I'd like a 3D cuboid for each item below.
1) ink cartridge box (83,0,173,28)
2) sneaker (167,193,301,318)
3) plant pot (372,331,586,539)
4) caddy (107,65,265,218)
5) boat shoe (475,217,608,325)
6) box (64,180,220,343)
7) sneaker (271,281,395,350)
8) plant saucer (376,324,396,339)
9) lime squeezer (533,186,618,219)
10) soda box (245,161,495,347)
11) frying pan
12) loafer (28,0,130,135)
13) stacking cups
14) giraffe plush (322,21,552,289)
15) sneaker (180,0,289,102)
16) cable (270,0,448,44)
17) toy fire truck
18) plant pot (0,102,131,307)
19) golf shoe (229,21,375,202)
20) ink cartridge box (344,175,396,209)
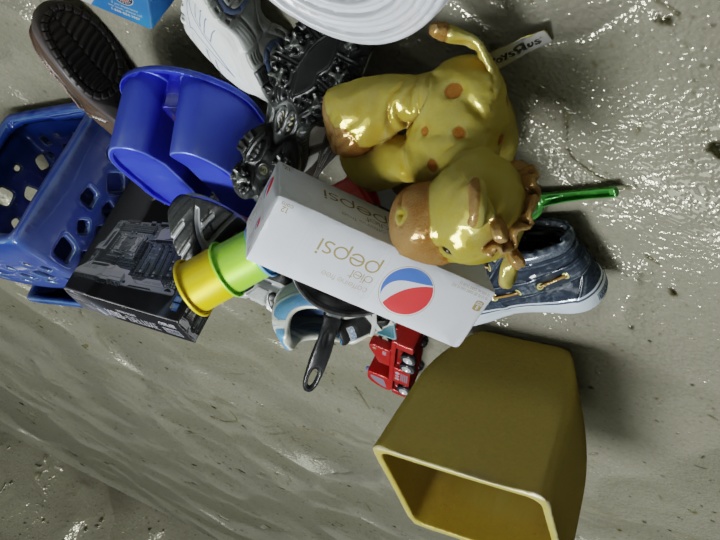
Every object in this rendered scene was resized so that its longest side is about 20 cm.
[{"bbox_3d":[-0.208,-0.303,0.719,0.116,0.067,0.200,24,150,7],"label":"ink cartridge box"},{"bbox_3d":[-0.112,-0.016,0.931,0.200,0.090,0.078,38,107,-23],"label":"sneaker"},{"bbox_3d":[0.161,0.186,1.024,0.195,0.200,0.195,12,146,28],"label":"plant pot"},{"bbox_3d":[-0.158,-0.131,0.897,0.141,0.105,0.200,8,163,18],"label":"caddy"},{"bbox_3d":[0.136,-0.003,0.895,0.200,0.071,0.091,-9,133,37],"label":"boat shoe"},{"bbox_3d":[-0.207,-0.034,1.000,0.157,0.201,0.050,14,154,25],"label":"box"},{"bbox_3d":[0.013,0.037,0.873,0.199,0.073,0.072,-11,140,5],"label":"sneaker"},{"bbox_3d":[0.000,0.000,0.921,0.070,0.019,0.200,17,148,20],"label":"plant saucer"},{"bbox_3d":[0.131,-0.055,0.825,0.199,0.071,0.038,-16,92,15],"label":"lime squeezer"},{"bbox_3d":[0.008,-0.011,0.747,0.199,0.068,0.064,23,115,-17],"label":"soda box"},{"bbox_3d":[-0.003,0.022,0.816,0.114,0.031,0.191,-5,121,-3],"label":"frying pan"},{"bbox_3d":[-0.276,-0.188,0.946,0.071,0.073,0.200,0,139,39],"label":"loafer"},{"bbox_3d":[-0.076,-0.030,0.835,0.199,0.061,0.061,-30,125,14],"label":"stacking cups"},{"bbox_3d":[0.074,-0.070,0.699,0.172,0.163,0.200,16,146,-38],"label":"giraffe plush"},{"bbox_3d":[-0.123,-0.221,0.773,0.087,0.075,0.200,16,147,31],"label":"sneaker"},{"bbox_3d":[-0.010,-0.250,0.631,0.200,0.069,0.200,38,149,-15],"label":"cable"},{"bbox_3d":[0.012,0.079,1.139,0.140,0.049,0.200,22,150,12],"label":"toy fire truck"},{"bbox_3d":[-0.356,-0.065,1.091,0.199,0.201,0.180,2,148,38],"label":"plant pot"},{"bbox_3d":[-0.041,-0.145,0.794,0.078,0.094,0.200,41,115,12],"label":"golf shoe"},{"bbox_3d":[0.026,-0.021,0.954,0.115,0.068,0.200,25,150,7],"label":"ink cartridge box"}]
